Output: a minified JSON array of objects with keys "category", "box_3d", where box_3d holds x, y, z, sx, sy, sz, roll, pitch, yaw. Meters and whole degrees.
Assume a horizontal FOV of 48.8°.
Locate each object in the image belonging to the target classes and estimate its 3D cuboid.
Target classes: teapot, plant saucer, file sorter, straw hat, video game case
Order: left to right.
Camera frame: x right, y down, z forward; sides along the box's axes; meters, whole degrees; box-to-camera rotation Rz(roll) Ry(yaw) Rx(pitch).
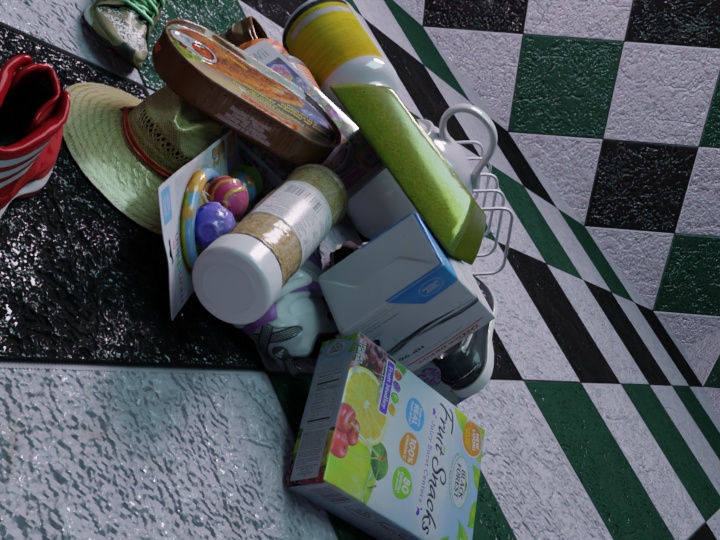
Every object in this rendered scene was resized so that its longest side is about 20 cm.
[{"category":"straw hat","box_3d":[-0.180,-0.132,0.757,0.201,0.085,0.202,44,23,-24]},{"category":"video game case","box_3d":[-0.076,-0.153,0.848,0.200,0.018,0.143,43,48,3]},{"category":"teapot","box_3d":[0.057,-0.144,1.083,0.197,0.199,0.147,26,-38,55]},{"category":"plant saucer","box_3d":[0.066,-0.104,0.820,0.201,0.048,0.200,56,10,10]},{"category":"file sorter","box_3d":[0.154,-0.101,1.265,0.201,0.123,0.140,-100,-171,-49]}]

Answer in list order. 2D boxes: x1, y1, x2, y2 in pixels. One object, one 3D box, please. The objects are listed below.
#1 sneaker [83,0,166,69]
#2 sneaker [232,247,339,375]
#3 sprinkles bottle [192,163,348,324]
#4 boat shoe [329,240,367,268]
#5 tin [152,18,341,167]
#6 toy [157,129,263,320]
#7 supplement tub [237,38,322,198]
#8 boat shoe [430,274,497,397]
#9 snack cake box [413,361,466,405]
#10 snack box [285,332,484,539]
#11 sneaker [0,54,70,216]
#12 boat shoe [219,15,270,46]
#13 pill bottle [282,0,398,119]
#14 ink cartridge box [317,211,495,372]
[{"category":"sneaker","box_3d":[-0.244,-0.299,0.872,0.077,0.088,0.201,37,27,-36]},{"category":"sneaker","box_3d":[-0.056,0.033,0.792,0.140,0.077,0.200,51,31,-11]},{"category":"sprinkles bottle","box_3d":[-0.071,-0.030,0.691,0.068,0.068,0.200,50,31,-9]},{"category":"boat shoe","box_3d":[0.000,0.000,0.900,0.200,0.056,0.067,-88,164,-77]},{"category":"tin","box_3d":[-0.107,-0.167,0.767,0.199,0.042,0.112,29,24,-26]},{"category":"toy","box_3d":[-0.123,-0.051,0.720,0.200,0.047,0.116,-75,166,-65]},{"category":"supplement tub","box_3d":[-0.090,-0.169,0.947,0.122,0.122,0.201,8,49,-61]},{"category":"boat shoe","box_3d":[0.116,0.056,0.917,0.060,0.075,0.201,49,22,-24]},{"category":"snack cake box","box_3d":[0.065,0.066,0.990,0.115,0.067,0.201,34,29,-42]},{"category":"snack box","box_3d":[0.032,0.168,0.727,0.200,0.053,0.143,40,48,-32]},{"category":"sneaker","box_3d":[-0.234,-0.108,0.569,0.078,0.115,0.201,41,25,-28]},{"category":"boat shoe","box_3d":[-0.116,-0.263,1.103,0.200,0.072,0.076,50,22,-8]},{"category":"pill bottle","box_3d":[-0.018,-0.252,1.024,0.112,0.112,0.201,23,33,-52]},{"category":"ink cartridge box","box_3d":[0.058,0.035,0.796,0.200,0.116,0.068,37,22,-56]}]
